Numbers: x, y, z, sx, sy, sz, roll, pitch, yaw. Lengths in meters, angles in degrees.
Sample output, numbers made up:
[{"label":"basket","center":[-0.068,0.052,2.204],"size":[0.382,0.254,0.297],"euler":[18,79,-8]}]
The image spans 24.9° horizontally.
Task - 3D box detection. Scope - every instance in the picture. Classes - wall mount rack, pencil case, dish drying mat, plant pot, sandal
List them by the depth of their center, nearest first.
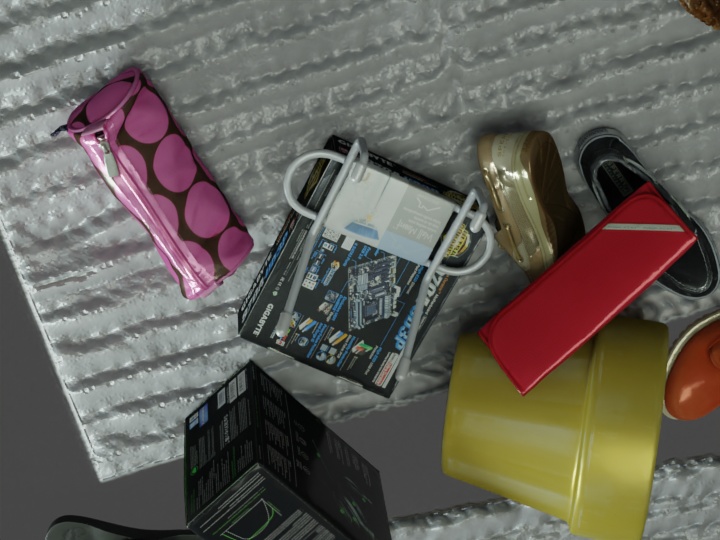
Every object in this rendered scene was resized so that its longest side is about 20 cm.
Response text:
[{"label":"pencil case","center":[-0.169,-0.067,1.385],"size":[0.090,0.094,0.201],"euler":[-30,117,10]},{"label":"wall mount rack","center":[0.016,-0.012,1.389],"size":[0.198,0.075,0.175],"euler":[21,112,-15]},{"label":"dish drying mat","center":[0.192,0.014,1.397],"size":[0.200,0.077,0.018],"euler":[-42,149,9]},{"label":"plant pot","center":[0.173,0.135,1.478],"size":[0.186,0.201,0.203],"euler":[7,118,7]},{"label":"sandal","center":[-0.210,0.287,1.592],"size":[0.197,0.045,0.076],"euler":[11,116,-11]}]

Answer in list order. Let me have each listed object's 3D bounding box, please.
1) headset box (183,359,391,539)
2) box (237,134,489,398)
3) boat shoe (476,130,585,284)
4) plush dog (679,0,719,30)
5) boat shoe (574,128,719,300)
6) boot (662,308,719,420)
[{"label":"headset box","center":[-0.060,0.211,1.496],"size":[0.093,0.175,0.200],"euler":[-41,115,15]},{"label":"box","center":[0.000,0.000,1.463],"size":[0.157,0.046,0.201],"euler":[22,113,-16]},{"label":"boat shoe","center":[0.153,-0.042,1.452],"size":[0.064,0.071,0.202],"euler":[6,133,31]},{"label":"plush dog","center":[0.362,-0.244,1.340],"size":[0.198,0.161,0.173],"euler":[27,131,0]},{"label":"boat shoe","center":[0.263,-0.039,1.456],"size":[0.071,0.068,0.200],"euler":[-33,115,12]},{"label":"boot","center":[0.356,0.080,1.508],"size":[0.075,0.108,0.200],"euler":[35,111,-23]}]
